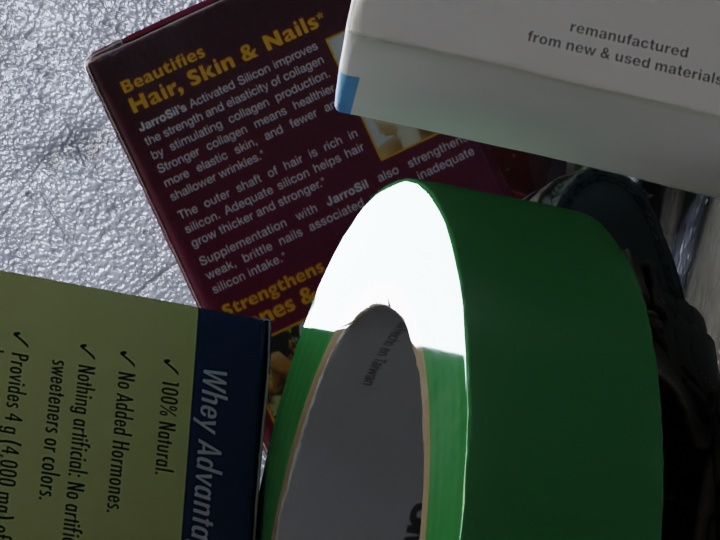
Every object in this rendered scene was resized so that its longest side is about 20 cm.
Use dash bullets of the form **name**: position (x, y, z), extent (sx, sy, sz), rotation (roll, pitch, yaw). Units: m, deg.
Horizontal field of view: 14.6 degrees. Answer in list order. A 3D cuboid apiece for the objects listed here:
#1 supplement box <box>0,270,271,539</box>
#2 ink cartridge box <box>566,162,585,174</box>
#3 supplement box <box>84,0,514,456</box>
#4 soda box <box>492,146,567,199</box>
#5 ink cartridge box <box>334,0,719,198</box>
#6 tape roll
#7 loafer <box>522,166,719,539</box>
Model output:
- **supplement box**: position (-0.142, 0.109, 0.772), extent (0.134, 0.198, 0.201), rotation (129, 148, -59)
- **ink cartridge box**: position (0.104, -0.102, 0.964), extent (0.200, 0.048, 0.146), rotation (-87, 8, -62)
- **supplement box**: position (0.000, 0.000, 0.942), extent (0.086, 0.110, 0.201), rotation (130, 115, -88)
- **soda box**: position (0.074, -0.074, 1.112), extent (0.201, 0.070, 0.064), rotation (-70, -4, -45)
- **ink cartridge box**: position (0.075, -0.131, 0.699), extent (0.129, 0.124, 0.202), rotation (111, 171, -85)
- **tape roll**: position (0.015, 0.081, 0.682), extent (0.200, 0.048, 0.202), rotation (-169, 90, -76)
- **loafer**: position (0.071, 0.053, 0.736), extent (0.063, 0.071, 0.201), rotation (-45, 33, 49)
